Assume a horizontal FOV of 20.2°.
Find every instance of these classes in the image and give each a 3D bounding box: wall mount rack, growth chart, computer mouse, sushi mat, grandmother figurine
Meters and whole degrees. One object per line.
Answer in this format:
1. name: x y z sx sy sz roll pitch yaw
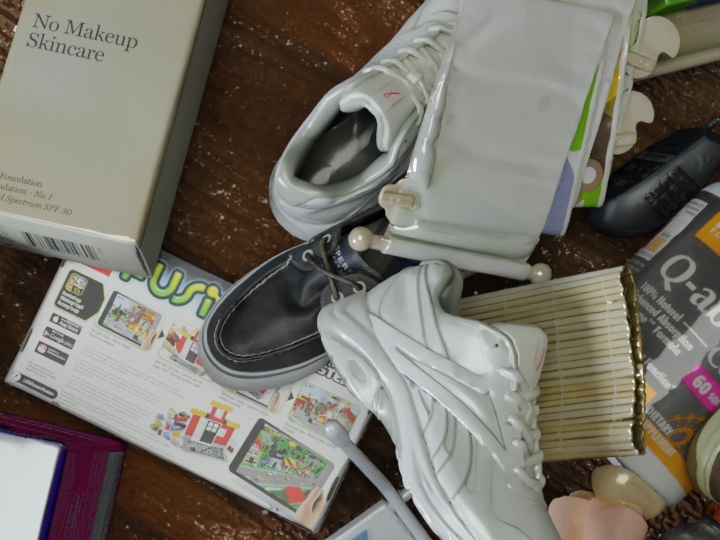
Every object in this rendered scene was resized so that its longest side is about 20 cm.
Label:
1. wall mount rack: -0.020 0.170 1.111 0.200 0.075 0.174 -36 108 2
2. growth chart: 0.091 -0.085 1.091 0.144 0.018 0.201 17 101 -26
3. computer mouse: 0.213 -0.078 1.153 0.200 0.059 0.034 -36 102 -4
4. sushi mat: 0.083 0.057 1.091 0.012 0.200 0.096 1 82 -34
5. grandmother figurine: 0.097 0.204 1.045 0.060 0.121 0.200 23 59 6

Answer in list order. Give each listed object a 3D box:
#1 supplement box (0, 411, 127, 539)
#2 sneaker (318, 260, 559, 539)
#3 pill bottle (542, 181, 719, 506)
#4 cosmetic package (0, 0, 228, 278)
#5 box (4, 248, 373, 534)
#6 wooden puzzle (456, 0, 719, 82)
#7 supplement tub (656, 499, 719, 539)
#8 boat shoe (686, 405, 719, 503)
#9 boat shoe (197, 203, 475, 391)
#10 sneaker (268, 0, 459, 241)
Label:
1. supplement box: -0.197 0.129 1.081 0.101 0.200 0.104 12 85 3
2. sneaker: 0.062 0.075 1.029 0.099 0.078 0.200 -36 69 7
3. pill bottle: 0.199 0.024 1.111 0.200 0.116 0.116 -44 85 -1
4. cosmetic package: -0.143 -0.107 1.141 0.103 0.073 0.201 11 75 5
5. box: -0.091 0.059 1.163 0.199 0.035 0.110 26 87 5
6. wooden puzzle: 0.132 -0.203 1.137 0.185 0.046 0.201 -15 83 -21
7. supplement tub: 0.180 0.225 1.092 0.122 0.123 0.200 36 88 5
8. boat shoe: 0.259 0.056 1.047 0.200 0.073 0.065 -47 43 2
9. boat shoe: 0.000 0.000 1.123 0.199 0.066 0.070 -23 71 -14
10. sneaker: 0.028 -0.095 1.137 0.078 0.099 0.200 42 89 5
